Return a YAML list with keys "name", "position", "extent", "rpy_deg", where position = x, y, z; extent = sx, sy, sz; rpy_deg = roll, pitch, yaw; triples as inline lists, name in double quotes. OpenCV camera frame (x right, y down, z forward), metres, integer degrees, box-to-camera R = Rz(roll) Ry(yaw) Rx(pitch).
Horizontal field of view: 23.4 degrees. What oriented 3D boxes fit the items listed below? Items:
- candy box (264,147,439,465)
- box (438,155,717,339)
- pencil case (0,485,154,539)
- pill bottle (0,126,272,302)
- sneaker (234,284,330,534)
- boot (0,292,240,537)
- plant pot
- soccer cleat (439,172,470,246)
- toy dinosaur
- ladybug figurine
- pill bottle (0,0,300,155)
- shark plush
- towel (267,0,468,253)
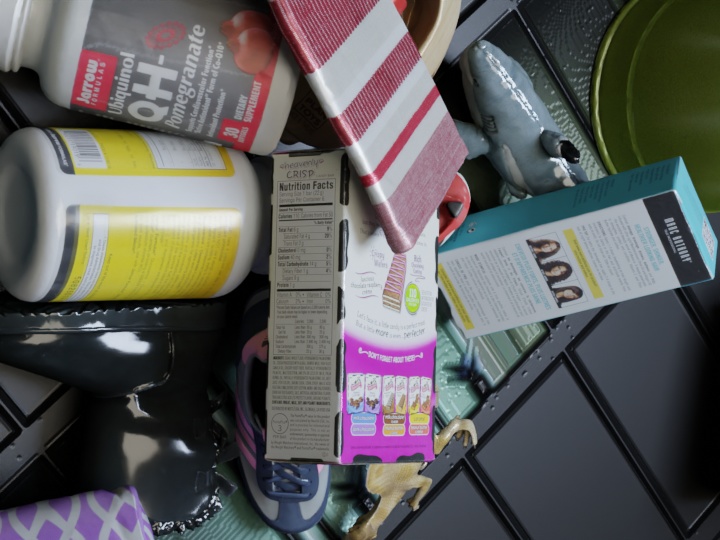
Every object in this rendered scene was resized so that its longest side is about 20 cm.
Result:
- name: "candy box"
  position: [-0.004, 0.027, 1.148]
  extent: [0.136, 0.061, 0.200]
  rpy_deg: [10, 81, -61]
- name: "box"
  position: [0.154, -0.015, 1.284]
  extent: [0.082, 0.200, 0.049]
  rpy_deg: [61, 28, -27]
- name: "pencil case"
  position: [-0.224, 0.196, 1.111]
  extent: [0.200, 0.086, 0.084]
  rpy_deg: [-11, 67, -12]
- name: "pill bottle"
  position: [-0.135, -0.036, 1.146]
  extent: [0.200, 0.112, 0.112]
  rpy_deg: [0, 96, -32]
- name: "sneaker"
  position: [-0.057, 0.114, 1.208]
  extent: [0.070, 0.082, 0.200]
  rpy_deg: [-4, 119, 2]
- name: "boot"
  position: [-0.175, 0.096, 1.167]
  extent: [0.198, 0.073, 0.163]
  rpy_deg: [-1, 102, -30]
- name: "plant pot"
  position: [0.320, -0.134, 1.372]
  extent: [0.200, 0.193, 0.200]
  rpy_deg: [-5, 99, -32]
- name: "soccer cleat"
  position: [0.000, 0.000, 1.265]
  extent: [0.200, 0.085, 0.069]
  rpy_deg: [-43, 84, -1]
- name: "toy dinosaur"
  position: [0.037, 0.122, 1.283]
  extent: [0.101, 0.058, 0.200]
  rpy_deg: [-20, 127, -49]
- name: "ladybug figurine"
  position: [-0.008, -0.173, 1.232]
  extent: [0.136, 0.072, 0.200]
  rpy_deg: [43, 74, -28]
- name: "pill bottle"
  position: [-0.139, -0.148, 1.106]
  extent: [0.200, 0.111, 0.111]
  rpy_deg: [13, 89, -9]
- name: "shark plush"
  position: [0.133, -0.081, 1.299]
  extent: [0.091, 0.083, 0.200]
  rpy_deg: [-31, 91, -21]
- name: "towel"
  position: [0.002, -0.126, 1.108]
  extent: [0.200, 0.023, 0.144]
  rpy_deg: [62, 29, -18]
